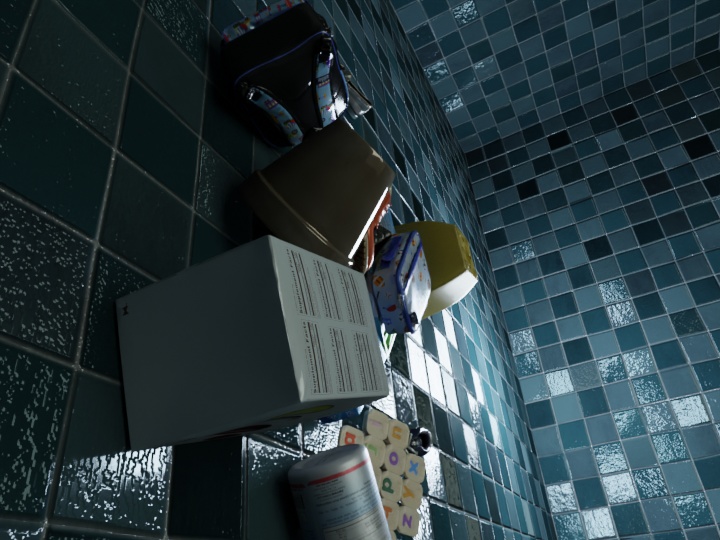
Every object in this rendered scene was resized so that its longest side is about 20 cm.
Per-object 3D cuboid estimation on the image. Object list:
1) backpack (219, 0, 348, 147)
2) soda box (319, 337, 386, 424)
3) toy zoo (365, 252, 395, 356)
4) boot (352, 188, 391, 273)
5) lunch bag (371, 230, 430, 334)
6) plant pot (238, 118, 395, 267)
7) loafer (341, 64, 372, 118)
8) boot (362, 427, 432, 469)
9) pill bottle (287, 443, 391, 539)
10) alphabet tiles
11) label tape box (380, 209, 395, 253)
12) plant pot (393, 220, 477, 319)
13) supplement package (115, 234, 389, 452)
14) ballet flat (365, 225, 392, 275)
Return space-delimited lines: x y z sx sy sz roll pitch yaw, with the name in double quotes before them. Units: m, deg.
"backpack" -0.115 -0.308 0.922 0.136 0.181 0.200 62 0 26
"soda box" -0.017 0.163 0.914 0.065 0.067 0.200 67 20 -10
"toy zoo" 0.043 0.059 1.136 0.132 0.020 0.203 -64 147 -51
"boot" 0.014 -0.091 0.941 0.106 0.074 0.204 1 86 -41
"lunch bag" 0.084 0.021 1.117 0.201 0.074 0.162 -65 145 -53
"plant pot" -0.046 -0.113 0.817 0.200 0.174 0.200 44 6 -6
"loafer" -0.036 -0.478 1.427 0.200 0.062 0.073 51 28 -45
"boot" 0.054 0.297 0.954 0.199 0.089 0.074 18 56 -66
"pill bottle" -0.017 0.334 0.709 0.108 0.107 0.204 1 72 -69
"alphabet tiles" 0.028 0.325 0.865 0.194 0.014 0.203 32 56 -34
"label tape box" 0.015 -0.088 1.224 0.199 0.062 0.147 12 62 -66
"plant pot" 0.169 -0.009 1.366 0.195 0.197 0.198 34 42 -60
"supplement package" -0.102 0.083 0.580 0.199 0.189 0.150 22 51 -63
"ballet flat" 0.000 0.000 1.036 0.203 0.056 0.067 -68 155 -20
